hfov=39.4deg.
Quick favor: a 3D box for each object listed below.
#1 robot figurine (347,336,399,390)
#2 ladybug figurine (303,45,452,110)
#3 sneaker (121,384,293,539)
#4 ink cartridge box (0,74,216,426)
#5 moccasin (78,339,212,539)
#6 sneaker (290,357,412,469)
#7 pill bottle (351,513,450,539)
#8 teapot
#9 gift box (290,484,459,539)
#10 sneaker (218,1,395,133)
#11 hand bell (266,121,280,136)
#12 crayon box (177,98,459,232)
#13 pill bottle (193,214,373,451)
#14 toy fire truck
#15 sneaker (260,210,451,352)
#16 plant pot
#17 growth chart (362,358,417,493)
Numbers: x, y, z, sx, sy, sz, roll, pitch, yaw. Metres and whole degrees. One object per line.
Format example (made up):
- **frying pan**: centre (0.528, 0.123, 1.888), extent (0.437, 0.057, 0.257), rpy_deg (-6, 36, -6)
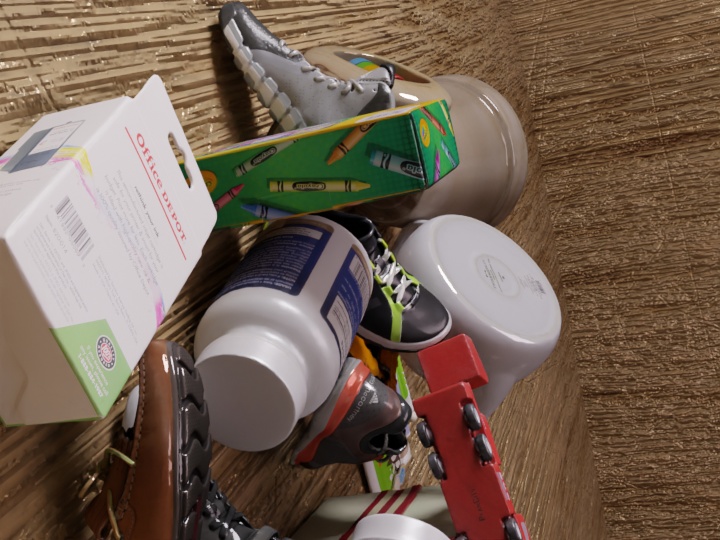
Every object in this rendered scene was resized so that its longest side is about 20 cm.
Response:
- **robot figurine**: centre (-0.013, 0.065, 0.997), extent (0.200, 0.058, 0.146), rpy_deg (59, 29, -48)
- **ladybug figurine**: centre (0.009, -0.178, 1.036), extent (0.135, 0.200, 0.072), rpy_deg (0, 115, -34)
- **sneaker**: centre (-0.090, 0.165, 0.660), extent (0.071, 0.099, 0.201), rpy_deg (-35, 114, -68)
- **ink cartridge box**: centre (-0.159, -0.020, 0.583), extent (0.200, 0.067, 0.118), rpy_deg (-70, 146, -54)
- **moccasin**: centre (-0.129, 0.141, 0.580), extent (0.074, 0.077, 0.203), rpy_deg (4, 90, -84)
- **sneaker**: centre (-0.005, 0.141, 0.849), extent (0.077, 0.082, 0.200), rpy_deg (-60, 178, -22)
- **pill bottle**: centre (0.006, 0.269, 0.669), extent (0.201, 0.109, 0.110), rpy_deg (-70, 147, -40)
- **teapot**: centre (0.096, 0.048, 1.035), extent (0.197, 0.146, 0.200), rpy_deg (40, 34, 0)
- **gift box**: centre (0.040, 0.301, 0.855), extent (0.187, 0.184, 0.201), rpy_deg (-16, 90, -73)
- **sneaker**: centre (-0.031, -0.168, 0.884), extent (0.201, 0.115, 0.075), rpy_deg (57, 9, -8)
- **hand bell**: centre (-0.028, -0.109, 1.021), extent (0.200, 0.103, 0.105), rpy_deg (-17, 99, -83)
- **crayon box**: centre (-0.034, -0.080, 0.773), extent (0.119, 0.199, 0.059), rpy_deg (-40, 118, -68)
- **pill bottle**: centre (-0.062, 0.046, 0.775), extent (0.200, 0.110, 0.111), rpy_deg (-65, 142, -59)
- **toy fire truck**: centre (0.091, 0.147, 0.823), extent (0.141, 0.049, 0.201), rpy_deg (33, 36, -70)
- **sneaker**: centre (0.000, 0.000, 0.883), extent (0.083, 0.199, 0.072), rpy_deg (-52, -171, 50)
- **plant pot**: centre (0.070, -0.126, 1.170), extent (0.173, 0.199, 0.201), rpy_deg (-16, 98, -55)
- **growth chart**: centre (0.032, 0.188, 1.145), extent (0.200, 0.018, 0.145), rpy_deg (-70, 148, -54)
